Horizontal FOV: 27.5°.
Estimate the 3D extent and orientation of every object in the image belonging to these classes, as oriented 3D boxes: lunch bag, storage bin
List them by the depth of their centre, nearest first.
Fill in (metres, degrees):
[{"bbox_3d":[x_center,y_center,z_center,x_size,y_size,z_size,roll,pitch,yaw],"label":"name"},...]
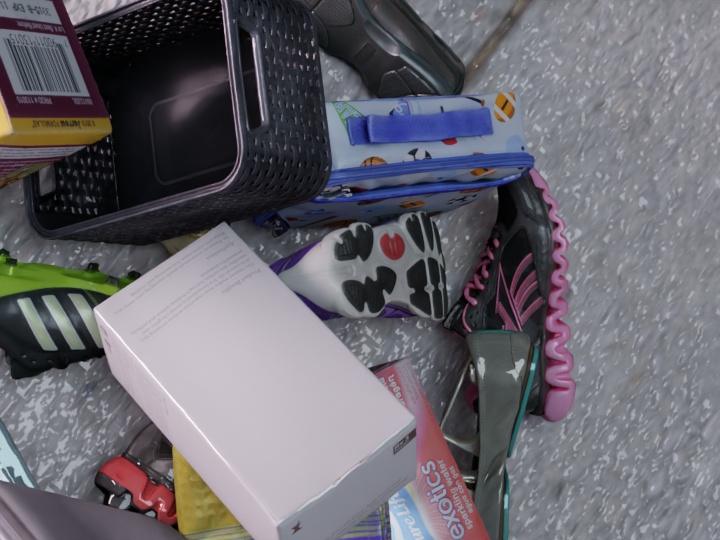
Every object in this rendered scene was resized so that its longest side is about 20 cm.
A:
[{"bbox_3d":[-0.127,-0.100,0.976,0.093,0.198,0.137,2,78,-53],"label":"storage bin"},{"bbox_3d":[0.016,-0.078,1.052,0.198,0.160,0.077,-8,84,-26],"label":"lunch bag"}]

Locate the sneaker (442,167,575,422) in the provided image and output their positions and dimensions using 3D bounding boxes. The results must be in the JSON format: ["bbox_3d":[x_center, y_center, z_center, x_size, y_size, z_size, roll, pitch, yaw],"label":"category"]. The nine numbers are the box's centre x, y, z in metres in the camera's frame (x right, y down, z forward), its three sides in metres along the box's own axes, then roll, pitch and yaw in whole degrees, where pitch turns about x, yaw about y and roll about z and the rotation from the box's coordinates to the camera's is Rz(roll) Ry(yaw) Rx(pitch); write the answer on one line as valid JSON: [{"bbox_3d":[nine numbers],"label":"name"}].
[{"bbox_3d":[0.108,0.018,1.114,0.094,0.079,0.203,-5,94,-5],"label":"sneaker"}]

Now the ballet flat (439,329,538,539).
[{"bbox_3d":[0.086,0.139,1.083,0.063,0.067,0.203,7,102,0],"label":"ballet flat"}]

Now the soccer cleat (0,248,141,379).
[{"bbox_3d":[-0.201,0.037,1.013,0.198,0.067,0.082,12,101,-23],"label":"soccer cleat"}]

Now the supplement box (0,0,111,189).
[{"bbox_3d":[-0.278,-0.092,0.915,0.198,0.131,0.104,-23,89,17],"label":"supplement box"}]

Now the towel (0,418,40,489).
[{"bbox_3d":[-0.280,0.190,0.961,0.170,0.048,0.201,-32,93,-19],"label":"towel"}]

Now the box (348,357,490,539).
[{"bbox_3d":[0.020,0.175,1.044,0.094,0.102,0.202,-24,91,-22],"label":"box"}]

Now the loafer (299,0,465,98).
[{"bbox_3d":[0.003,-0.197,1.130,0.200,0.072,0.063,46,49,-15],"label":"loafer"}]

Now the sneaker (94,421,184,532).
[{"bbox_3d":[-0.082,0.169,1.023,0.200,0.071,0.098,37,73,-10],"label":"sneaker"}]

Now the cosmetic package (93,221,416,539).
[{"bbox_3d":[-0.066,0.078,0.929,0.112,0.081,0.200,-33,62,-20],"label":"cosmetic package"}]

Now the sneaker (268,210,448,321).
[{"bbox_3d":[0.000,0.000,1.054,0.199,0.083,0.082,4,78,-59],"label":"sneaker"}]

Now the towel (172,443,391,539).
[{"bbox_3d":[-0.048,0.193,0.969,0.142,0.023,0.203,-4,88,-4],"label":"towel"}]

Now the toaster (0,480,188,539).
[{"bbox_3d":[-0.192,0.239,0.884,0.199,0.118,0.182,22,95,-42],"label":"toaster"}]

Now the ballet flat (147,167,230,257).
[{"bbox_3d":[-0.119,-0.101,1.064,0.066,0.057,0.203,5,79,-18],"label":"ballet flat"}]
